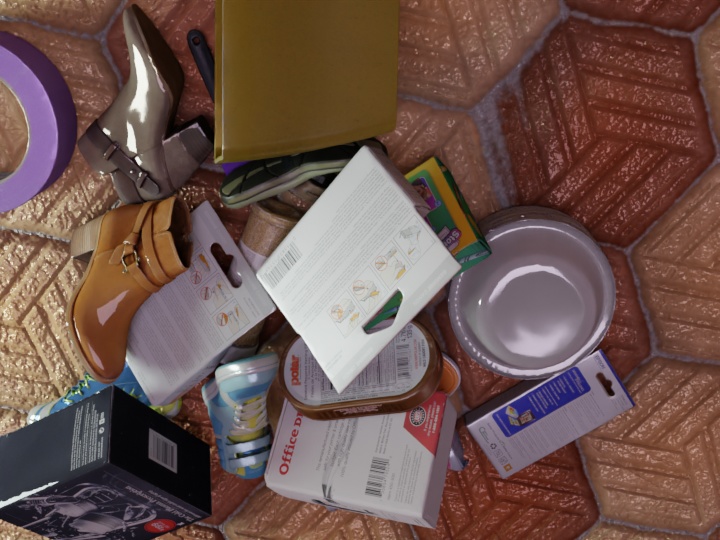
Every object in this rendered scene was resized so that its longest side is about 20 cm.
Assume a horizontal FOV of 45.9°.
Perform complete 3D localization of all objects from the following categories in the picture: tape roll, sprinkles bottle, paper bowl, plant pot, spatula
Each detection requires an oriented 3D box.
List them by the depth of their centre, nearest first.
[{"bbox_3d":[-0.059,-0.211,0.873,0.174,0.200,0.203,0,96,-13],"label":"plant pot"},{"bbox_3d":[-0.433,-0.170,0.976,0.197,0.066,0.203,0,110,1],"label":"tape roll"},{"bbox_3d":[-0.155,-0.179,0.983,0.056,0.021,0.202,-23,105,-3],"label":"spatula"},{"bbox_3d":[0.201,0.033,1.005,0.197,0.105,0.204,1,110,3],"label":"paper bowl"},{"bbox_3d":[-0.131,0.015,1.028,0.067,0.068,0.202,21,109,-5],"label":"sprinkles bottle"}]

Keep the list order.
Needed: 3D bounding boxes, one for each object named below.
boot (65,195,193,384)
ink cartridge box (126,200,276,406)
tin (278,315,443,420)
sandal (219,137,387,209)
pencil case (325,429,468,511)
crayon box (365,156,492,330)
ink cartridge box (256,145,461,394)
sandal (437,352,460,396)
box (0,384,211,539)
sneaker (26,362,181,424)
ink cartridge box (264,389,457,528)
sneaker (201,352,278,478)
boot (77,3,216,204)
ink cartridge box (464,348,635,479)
[{"bbox_3d":[-0.256,0.019,0.971,0.153,0.074,0.203,-14,79,22],"label":"boot"},{"bbox_3d":[-0.209,0.040,1.023,0.199,0.050,0.163,-37,77,10],"label":"ink cartridge box"},{"bbox_3d":[-0.002,0.113,1.004,0.197,0.113,0.042,-9,148,13],"label":"tin"},{"bbox_3d":[-0.063,-0.108,0.980,0.198,0.080,0.058,-17,124,8],"label":"sandal"},{"bbox_3d":[0.036,0.243,1.097,0.198,0.091,0.084,-20,76,8],"label":"pencil case"},{"bbox_3d":[0.036,-0.024,0.979,0.199,0.058,0.120,-31,64,13],"label":"crayon box"},{"bbox_3d":[0.000,0.000,0.912,0.200,0.045,0.177,-47,66,21],"label":"ink cartridge box"},{"bbox_3d":[0.029,0.116,1.063,0.205,0.059,0.080,27,109,-8],"label":"sandal"},{"bbox_3d":[-0.313,0.256,1.050,0.180,0.105,0.200,-24,139,17],"label":"box"},{"bbox_3d":[-0.330,0.146,1.089,0.197,0.076,0.107,-7,98,-3],"label":"sneaker"},{"bbox_3d":[0.003,0.212,1.022,0.197,0.083,0.149,6,67,21],"label":"ink cartridge box"},{"bbox_3d":[-0.129,0.177,1.013,0.079,0.200,0.132,-12,76,-22],"label":"sneaker"},{"bbox_3d":[-0.260,-0.176,0.968,0.145,0.070,0.202,-24,102,17],"label":"boot"},{"bbox_3d":[0.241,0.180,1.092,0.199,0.037,0.095,-32,105,15],"label":"ink cartridge box"}]
